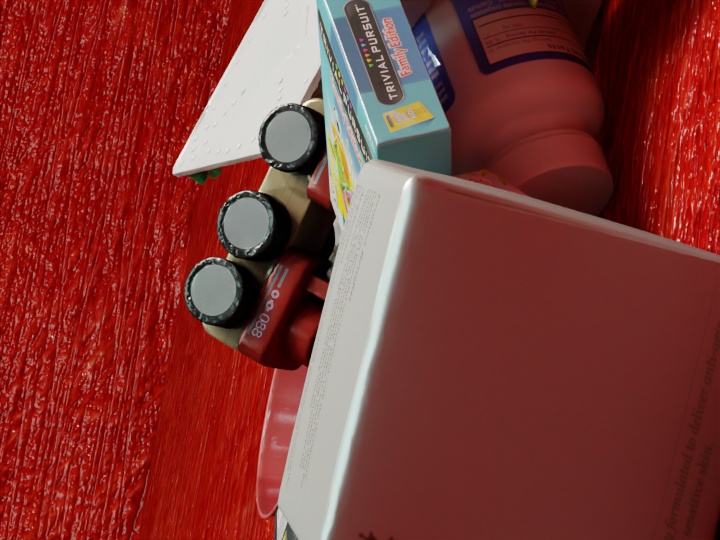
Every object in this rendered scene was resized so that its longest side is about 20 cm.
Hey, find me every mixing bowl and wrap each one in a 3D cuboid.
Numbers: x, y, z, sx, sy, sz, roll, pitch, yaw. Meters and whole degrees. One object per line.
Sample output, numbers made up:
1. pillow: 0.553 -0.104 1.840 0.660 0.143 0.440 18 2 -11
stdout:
1. mixing bowl: -0.002 0.097 2.136 0.200 0.108 0.202 -168 90 -80

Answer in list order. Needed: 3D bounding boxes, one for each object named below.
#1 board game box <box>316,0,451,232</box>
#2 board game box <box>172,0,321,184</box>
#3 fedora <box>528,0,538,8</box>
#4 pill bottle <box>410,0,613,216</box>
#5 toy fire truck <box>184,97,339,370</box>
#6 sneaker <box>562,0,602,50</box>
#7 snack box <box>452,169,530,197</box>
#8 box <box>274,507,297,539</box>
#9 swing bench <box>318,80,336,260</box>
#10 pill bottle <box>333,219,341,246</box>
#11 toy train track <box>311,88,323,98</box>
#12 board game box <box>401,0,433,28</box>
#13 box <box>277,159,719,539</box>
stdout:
1. board game box: 0.015 -0.062 1.727 0.201 0.047 0.152 86 169 -48
2. board game box: -0.047 -0.157 2.080 0.201 0.026 0.200 -63 20 -15
3. fedora: 0.160 -0.243 1.713 0.201 0.081 0.202 -161 90 -87
4. pill bottle: 0.088 -0.120 1.795 0.112 0.111 0.201 115 142 -50
5. toy fire truck: 0.000 0.000 1.889 0.177 0.199 0.128 -63 -25 6
6. sneaker: 0.111 -0.132 1.938 0.112 0.073 0.201 -120 52 -80
7. snack box: 0.080 0.063 1.648 0.053 0.142 0.201 -15 -49 -49
8. box: 0.029 0.204 1.683 0.201 0.157 0.051 -94 19 -57
9. swing bench: 0.007 -0.122 2.233 0.200 0.129 0.200 -90 11 -66
10. pill bottle: 0.032 -0.073 2.027 0.113 0.112 0.201 122 158 -62
11. toy train track: 0.012 -0.050 2.110 0.115 0.201 0.032 -43 25 -21
12. board game box: 0.029 -0.264 1.739 0.200 0.064 0.148 -50 52 38
13. box: 0.079 0.064 1.462 0.171 0.199 0.201 -147 71 -82
